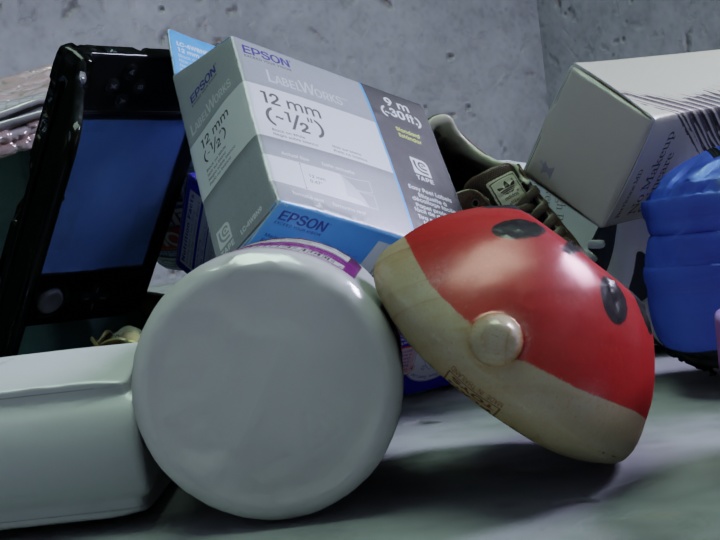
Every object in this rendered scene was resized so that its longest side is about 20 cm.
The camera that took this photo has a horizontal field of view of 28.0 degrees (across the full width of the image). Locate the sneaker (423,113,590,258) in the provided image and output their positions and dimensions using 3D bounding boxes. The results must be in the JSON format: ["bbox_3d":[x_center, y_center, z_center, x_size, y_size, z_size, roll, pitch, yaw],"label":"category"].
[{"bbox_3d":[0.086,-0.019,0.859,0.070,0.076,0.200,-28,46,-19],"label":"sneaker"}]

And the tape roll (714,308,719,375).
[{"bbox_3d":[0.239,0.038,0.549,0.200,0.066,0.200,-8,3,0],"label":"tape roll"}]

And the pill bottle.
[{"bbox_3d":[-0.036,0.041,0.670,0.112,0.113,0.200,-7,3,2],"label":"pill bottle"}]

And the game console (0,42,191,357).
[{"bbox_3d":[-0.156,-0.024,0.883,0.176,0.200,0.116,-5,37,-45],"label":"game console"}]

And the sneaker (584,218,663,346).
[{"bbox_3d":[0.166,-0.009,0.996,0.199,0.130,0.079,-5,2,30],"label":"sneaker"}]

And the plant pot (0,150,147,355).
[{"bbox_3d":[-0.249,0.004,1.053,0.141,0.200,0.141,-6,4,20],"label":"plant pot"}]

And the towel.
[{"bbox_3d":[-0.246,-0.110,0.997,0.200,0.032,0.191,-23,20,-37],"label":"towel"}]

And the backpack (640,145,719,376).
[{"bbox_3d":[0.255,-0.026,0.804,0.200,0.168,0.163,-10,-4,9],"label":"backpack"}]

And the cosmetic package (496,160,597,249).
[{"bbox_3d":[0.185,-0.021,1.067,0.200,0.102,0.074,8,9,23],"label":"cosmetic package"}]

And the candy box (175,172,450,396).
[{"bbox_3d":[0.000,0.000,0.965,0.169,0.077,0.200,-9,34,-41],"label":"candy box"}]

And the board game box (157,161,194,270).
[{"bbox_3d":[-0.105,-0.048,1.108,0.200,0.200,0.062,-4,42,30],"label":"board game box"}]

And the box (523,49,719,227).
[{"bbox_3d":[0.197,-0.088,0.910,0.200,0.082,0.068,-15,46,-45],"label":"box"}]

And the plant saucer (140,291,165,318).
[{"bbox_3d":[-0.069,0.045,1.061,0.200,0.032,0.200,9,-1,0],"label":"plant saucer"}]

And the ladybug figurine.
[{"bbox_3d":[0.073,0.021,0.619,0.136,0.072,0.200,38,5,6],"label":"ladybug figurine"}]

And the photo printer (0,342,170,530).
[{"bbox_3d":[-0.188,0.080,0.678,0.200,0.070,0.166,-7,3,2],"label":"photo printer"}]

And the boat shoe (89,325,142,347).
[{"bbox_3d":[-0.135,0.066,0.858,0.200,0.067,0.074,-12,6,-39],"label":"boat shoe"}]

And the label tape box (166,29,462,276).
[{"bbox_3d":[-0.026,-0.075,0.849,0.143,0.200,0.066,15,-47,-34],"label":"label tape box"}]
